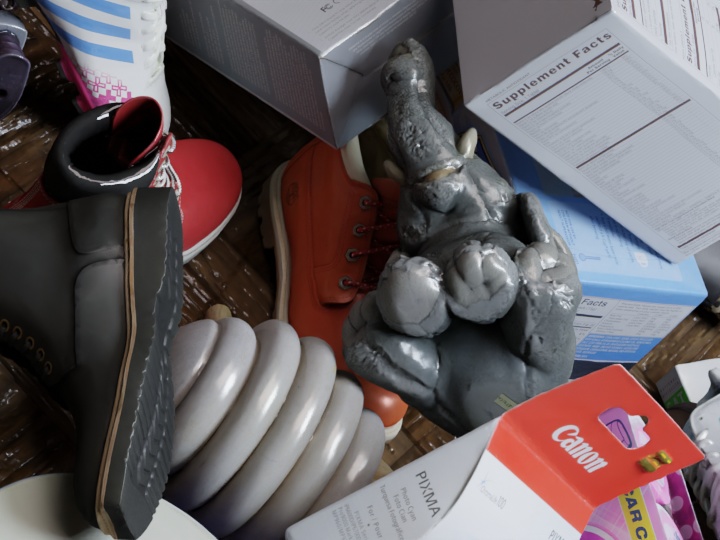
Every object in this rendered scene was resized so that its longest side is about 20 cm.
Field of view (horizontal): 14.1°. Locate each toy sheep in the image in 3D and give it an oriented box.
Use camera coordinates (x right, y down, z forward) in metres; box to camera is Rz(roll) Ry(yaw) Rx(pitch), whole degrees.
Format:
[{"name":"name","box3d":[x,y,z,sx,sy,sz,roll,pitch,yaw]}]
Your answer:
[{"name":"toy sheep","box3d":[-0.060,0.086,1.571,0.199,0.138,0.138,31,43,-13]}]

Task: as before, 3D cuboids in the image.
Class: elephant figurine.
[{"name":"elephant figurine","box3d":[0.062,-0.007,1.621,0.141,0.156,0.200,15,30,-10]}]

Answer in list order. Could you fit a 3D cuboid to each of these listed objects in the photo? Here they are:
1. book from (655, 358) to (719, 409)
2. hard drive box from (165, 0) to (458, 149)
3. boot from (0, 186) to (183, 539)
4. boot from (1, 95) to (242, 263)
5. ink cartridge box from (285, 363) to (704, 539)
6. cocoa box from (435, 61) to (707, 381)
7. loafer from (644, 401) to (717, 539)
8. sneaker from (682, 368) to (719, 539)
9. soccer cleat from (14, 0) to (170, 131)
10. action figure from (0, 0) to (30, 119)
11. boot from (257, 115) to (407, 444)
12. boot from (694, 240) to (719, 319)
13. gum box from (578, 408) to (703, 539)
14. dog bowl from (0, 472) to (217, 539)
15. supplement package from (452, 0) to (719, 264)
[{"name":"book","box3d":[0.278,0.149,1.844,0.133,0.048,0.201,-4,61,-35]},{"name":"hard drive box","box3d":[-0.029,-0.182,1.747,0.156,0.077,0.200,-36,51,-24]},{"name":"boot","box3d":[-0.166,0.049,1.489,0.137,0.078,0.201,-2,50,6]},{"name":"boot","box3d":[-0.115,-0.056,1.630,0.200,0.144,0.073,-25,73,-47]},{"name":"ink cartridge box","box3d":[0.080,0.135,1.542,0.160,0.199,0.047,43,23,-58]},{"name":"cocoa box","box3d":[0.102,-0.037,1.789,0.133,0.131,0.201,6,54,-34]},{"name":"loafer","box3d":[0.212,0.171,1.758,0.071,0.073,0.200,-5,50,-35]},{"name":"sneaker","box3d":[0.221,0.125,1.706,0.080,0.071,0.200,23,29,2]},{"name":"soccer cleat","box3d":[-0.137,-0.143,1.664,0.200,0.086,0.070,59,18,-46]},{"name":"action figure","box3d":[-0.240,-0.175,1.692,0.129,0.069,0.201,11,47,-21]},{"name":"boot","box3d":[0.000,0.000,1.702,0.075,0.107,0.201,9,54,-36]},{"name":"boot","box3d":[0.214,-0.063,1.940,0.150,0.073,0.201,29,47,-14]},{"name":"gum box","box3d":[0.137,0.182,1.640,0.066,0.113,0.201,34,34,-52]},{"name":"dog bowl","box3d":[-0.139,0.204,1.448,0.199,0.079,0.201,20,47,-23]},{"name":"supplement package","box3d":[0.158,-0.113,1.675,0.200,0.113,0.110,34,37,-37]}]
